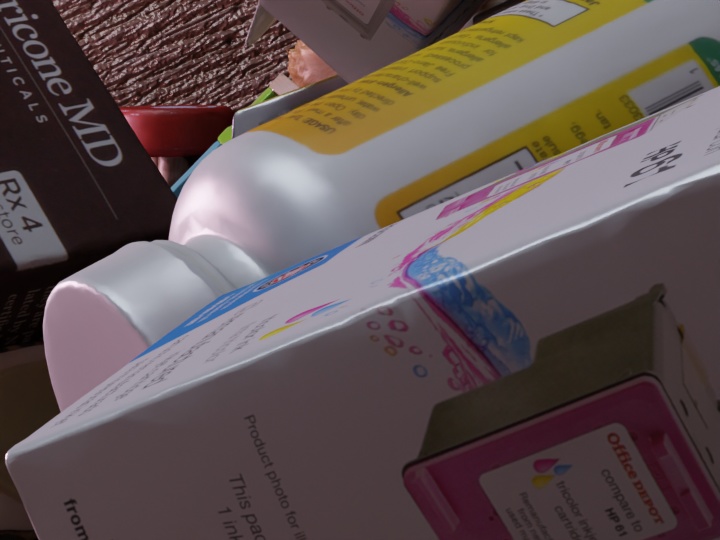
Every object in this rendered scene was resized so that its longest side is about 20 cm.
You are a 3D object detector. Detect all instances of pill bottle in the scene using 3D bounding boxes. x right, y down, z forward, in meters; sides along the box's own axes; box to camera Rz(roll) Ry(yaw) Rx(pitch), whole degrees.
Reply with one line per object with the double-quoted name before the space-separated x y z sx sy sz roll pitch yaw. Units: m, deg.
"pill bottle" 0.019 0.000 0.727 0.199 0.113 0.113 -28 7 -27

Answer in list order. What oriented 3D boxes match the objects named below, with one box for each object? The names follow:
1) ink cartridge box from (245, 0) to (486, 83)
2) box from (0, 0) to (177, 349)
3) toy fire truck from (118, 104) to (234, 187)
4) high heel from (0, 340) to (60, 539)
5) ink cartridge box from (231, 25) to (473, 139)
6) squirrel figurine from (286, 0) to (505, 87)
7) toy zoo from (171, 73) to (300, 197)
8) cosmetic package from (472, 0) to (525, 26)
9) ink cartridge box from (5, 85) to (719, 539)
"ink cartridge box" 0.033 -0.139 0.976 0.117 0.067 0.200 -48 -2 -25
"box" -0.206 -0.008 1.017 0.199 0.166 0.165 -14 -31 -38
"toy fire truck" -0.053 -0.034 1.451 0.167 0.113 0.200 -1 4 -7
"high heel" -0.177 0.083 0.984 0.142 0.072 0.200 -15 16 48
"ink cartridge box" 0.019 -0.048 1.134 0.199 0.047 0.198 -16 -11 12
"squirrel figurine" 0.061 -0.134 1.655 0.199 0.142 0.186 -18 2 30
"toy zoo" -0.087 -0.006 1.288 0.200 0.020 0.131 -46 21 0
"cosmetic package" 0.149 -0.084 0.968 0.199 0.108 0.085 -25 4 3
"ink cartridge box" 0.050 0.021 0.554 0.199 0.085 0.145 -21 6 19
